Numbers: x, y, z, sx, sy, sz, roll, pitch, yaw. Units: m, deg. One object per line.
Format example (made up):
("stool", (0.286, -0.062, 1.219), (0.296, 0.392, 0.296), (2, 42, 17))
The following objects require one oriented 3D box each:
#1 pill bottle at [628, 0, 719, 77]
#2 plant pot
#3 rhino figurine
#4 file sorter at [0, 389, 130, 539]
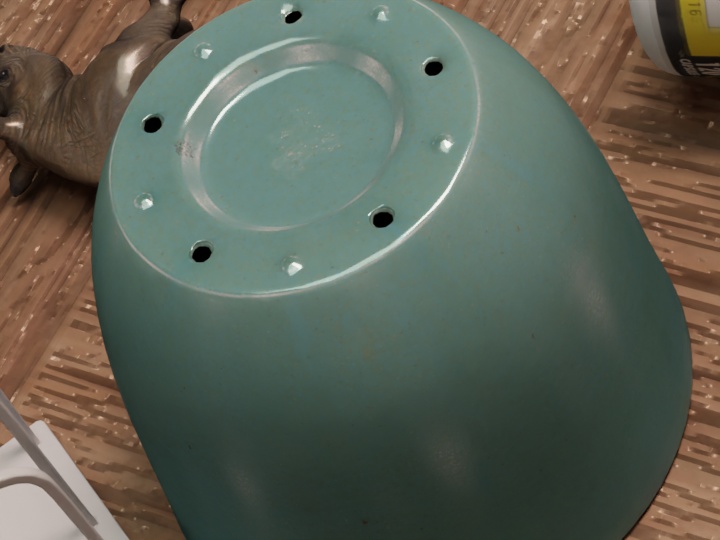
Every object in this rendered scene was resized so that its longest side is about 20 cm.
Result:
("pill bottle", (0.202, -0.123, 0.871), (0.199, 0.112, 0.112), (3, 57, 22))
("plant pot", (0.000, 0.000, 0.825), (0.200, 0.161, 0.201), (-10, 52, 13))
("rhino figurine", (-0.081, -0.072, 0.970), (0.199, 0.060, 0.088), (-4, 59, 20))
("file sorter", (-0.135, 0.128, 0.806), (0.139, 0.125, 0.200), (-37, 52, -7))
